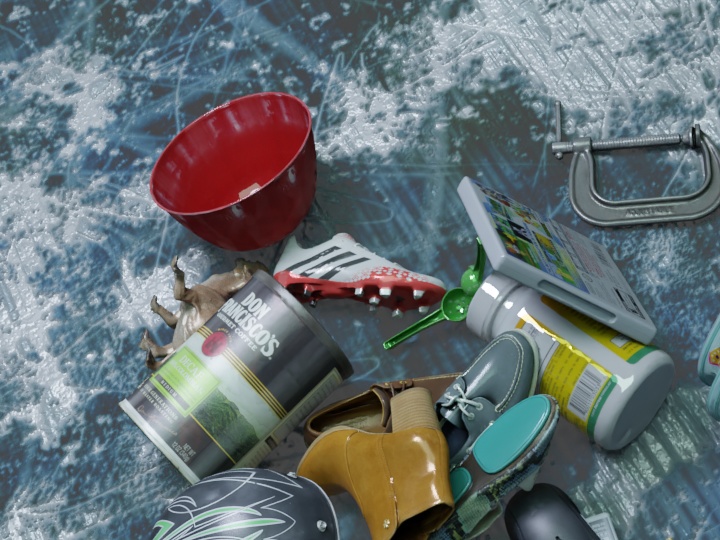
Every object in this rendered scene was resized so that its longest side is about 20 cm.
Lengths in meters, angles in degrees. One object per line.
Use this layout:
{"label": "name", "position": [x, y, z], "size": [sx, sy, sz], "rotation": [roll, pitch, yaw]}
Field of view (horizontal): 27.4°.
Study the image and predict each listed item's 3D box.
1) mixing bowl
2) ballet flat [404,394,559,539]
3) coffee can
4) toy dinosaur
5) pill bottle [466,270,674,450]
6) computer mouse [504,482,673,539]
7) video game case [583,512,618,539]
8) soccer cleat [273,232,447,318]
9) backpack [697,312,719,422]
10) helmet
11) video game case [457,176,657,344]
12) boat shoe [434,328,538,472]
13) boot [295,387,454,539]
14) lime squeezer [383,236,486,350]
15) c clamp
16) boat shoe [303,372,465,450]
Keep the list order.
{"label": "mixing bowl", "position": [-0.124, -0.095, 1.654], "size": [0.198, 0.109, 0.201], "rotation": [-18, 38, 15]}
{"label": "ballet flat", "position": [0.126, 0.200, 1.411], "size": [0.200, 0.074, 0.074], "rotation": [-42, 56, 12]}
{"label": "coffee can", "position": [-0.126, 0.121, 1.508], "size": [0.200, 0.147, 0.146], "rotation": [-44, 59, -10]}
{"label": "toy dinosaur", "position": [-0.162, 0.068, 1.602], "size": [0.134, 0.086, 0.202], "rotation": [18, 78, -17]}
{"label": "pill bottle", "position": [0.205, 0.080, 1.481], "size": [0.199, 0.113, 0.113], "rotation": [36, 72, 29]}
{"label": "computer mouse", "position": [0.224, 0.266, 1.375], "size": [0.139, 0.046, 0.201], "rotation": [-25, 56, 0]}
{"label": "video game case", "position": [0.168, 0.340, 1.385], "size": [0.198, 0.023, 0.183], "rotation": [-18, 57, 2]}
{"label": "soccer cleat", "position": [0.000, 0.000, 1.609], "size": [0.198, 0.069, 0.086], "rotation": [2, 62, 19]}
{"label": "backpack", "position": [0.402, 0.082, 1.355], "size": [0.153, 0.199, 0.177], "rotation": [35, 108, 27]}
{"label": "helmet", "position": [-0.107, 0.280, 1.386], "size": [0.198, 0.191, 0.202], "rotation": [-6, 58, 10]}
{"label": "video game case", "position": [0.193, -0.013, 1.476], "size": [0.022, 0.181, 0.200], "rotation": [-58, 19, 19]}
{"label": "boat shoe", "position": [0.105, 0.145, 1.443], "size": [0.073, 0.062, 0.201], "rotation": [40, 106, 31]}
{"label": "boot", "position": [0.009, 0.215, 1.417], "size": [0.201, 0.070, 0.145], "rotation": [-39, 40, 34]}
{"label": "lime squeezer", "position": [0.099, 0.021, 1.536], "size": [0.070, 0.200, 0.038], "rotation": [11, 51, -26]}
{"label": "c clamp", "position": [0.306, -0.124, 1.633], "size": [0.198, 0.027, 0.172], "rotation": [1, 59, 15]}
{"label": "boat shoe", "position": [0.036, 0.149, 1.506], "size": [0.198, 0.068, 0.073], "rotation": [-17, 56, 2]}
